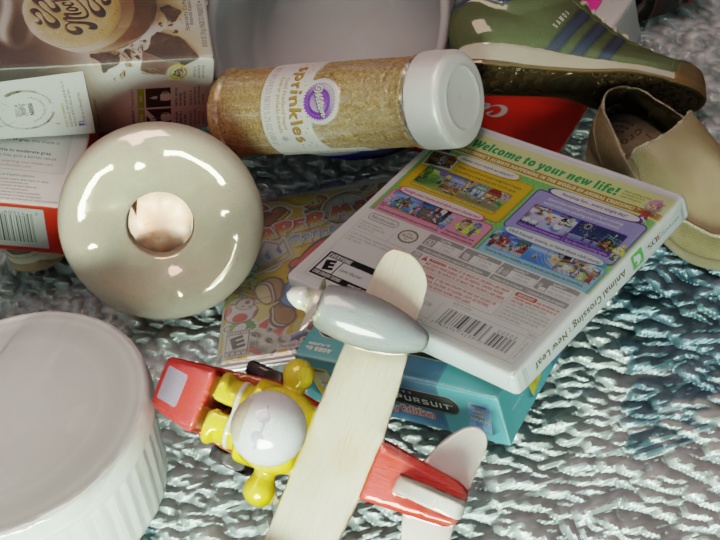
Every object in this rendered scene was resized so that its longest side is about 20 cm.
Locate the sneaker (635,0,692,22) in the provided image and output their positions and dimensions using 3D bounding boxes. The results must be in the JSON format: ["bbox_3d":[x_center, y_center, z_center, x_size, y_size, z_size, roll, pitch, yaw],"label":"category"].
[{"bbox_3d":[0.195,-0.282,1.433,0.082,0.200,0.077,-33,12,1],"label":"sneaker"}]

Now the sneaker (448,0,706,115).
[{"bbox_3d":[0.159,-0.171,1.339,0.200,0.067,0.090,6,67,-15],"label":"sneaker"}]

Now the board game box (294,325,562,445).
[{"bbox_3d":[0.071,0.015,1.223,0.151,0.047,0.200,10,48,29],"label":"board game box"}]

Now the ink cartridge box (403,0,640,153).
[{"bbox_3d":[0.095,-0.161,1.444,0.200,0.044,0.174,12,48,31],"label":"ink cartridge box"}]

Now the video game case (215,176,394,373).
[{"bbox_3d":[0.000,0.000,1.317,0.200,0.023,0.182,-10,41,11],"label":"video game case"}]

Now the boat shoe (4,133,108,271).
[{"bbox_3d":[-0.229,-0.085,1.466,0.072,0.065,0.200,8,47,28],"label":"boat shoe"}]

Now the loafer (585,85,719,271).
[{"bbox_3d":[0.222,-0.066,1.270,0.076,0.067,0.200,-35,43,-17],"label":"loafer"}]

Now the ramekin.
[{"bbox_3d":[-0.220,0.128,1.207,0.202,0.094,0.202,-10,42,10],"label":"ramekin"}]

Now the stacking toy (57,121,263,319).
[{"bbox_3d":[-0.143,-0.061,1.372,0.146,0.146,0.200,-16,19,4],"label":"stacking toy"}]

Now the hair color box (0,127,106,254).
[{"bbox_3d":[-0.254,-0.110,1.404,0.111,0.064,0.200,5,53,1],"label":"hair color box"}]

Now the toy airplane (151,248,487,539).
[{"bbox_3d":[-0.025,0.109,1.101,0.199,0.141,0.200,-25,69,15],"label":"toy airplane"}]

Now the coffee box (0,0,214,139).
[{"bbox_3d":[-0.214,-0.167,1.361,0.200,0.080,0.113,-5,54,-8],"label":"coffee box"}]

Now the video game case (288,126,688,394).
[{"bbox_3d":[0.082,-0.016,1.199,0.200,0.022,0.182,23,56,40],"label":"video game case"}]

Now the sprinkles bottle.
[{"bbox_3d":[-0.013,-0.116,1.297,0.200,0.068,0.068,-1,43,34],"label":"sprinkles bottle"}]

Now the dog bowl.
[{"bbox_3d":[-0.013,-0.185,1.398,0.200,0.079,0.200,-1,87,23],"label":"dog bowl"}]
